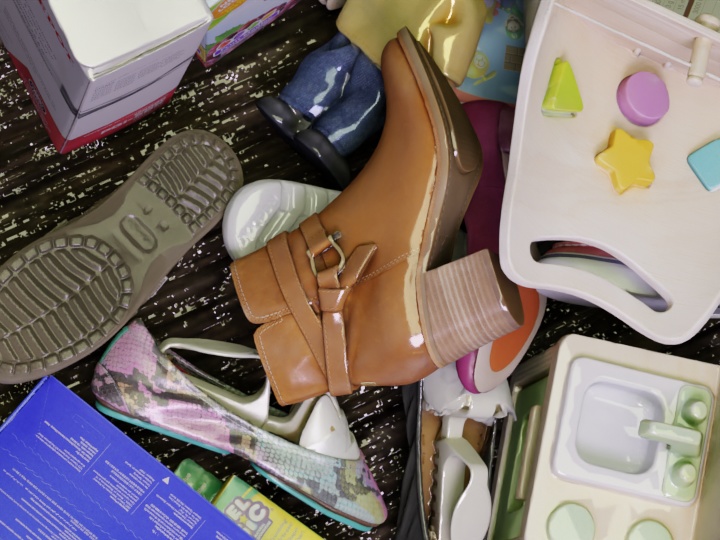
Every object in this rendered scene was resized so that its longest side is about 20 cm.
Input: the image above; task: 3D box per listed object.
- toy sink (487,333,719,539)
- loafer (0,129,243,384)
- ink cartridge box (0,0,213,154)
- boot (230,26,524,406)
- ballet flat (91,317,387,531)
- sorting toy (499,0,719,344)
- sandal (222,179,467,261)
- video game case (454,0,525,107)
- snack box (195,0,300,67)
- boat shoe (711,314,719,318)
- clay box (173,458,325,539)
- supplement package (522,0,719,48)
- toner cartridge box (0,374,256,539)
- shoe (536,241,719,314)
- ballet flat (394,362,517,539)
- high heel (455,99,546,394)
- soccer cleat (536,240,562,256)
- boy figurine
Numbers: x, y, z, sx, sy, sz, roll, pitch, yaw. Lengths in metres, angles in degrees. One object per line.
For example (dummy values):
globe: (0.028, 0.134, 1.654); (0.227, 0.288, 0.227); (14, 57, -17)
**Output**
toy sink: (0.146, 0.115, 1.589); (0.111, 0.200, 0.131); (13, 79, -9)
loafer: (-0.151, -0.002, 1.616); (0.200, 0.067, 0.076); (-38, 87, -15)
ink cartridge box: (-0.161, -0.166, 1.573); (0.083, 0.200, 0.147); (-26, 87, -14)
boot: (-0.002, -0.028, 1.574); (0.154, 0.077, 0.201); (-20, 78, 16)
ballet flat: (-0.060, 0.086, 1.606); (0.199, 0.069, 0.071); (26, 99, -14)
sorting toy: (0.156, -0.060, 1.542); (0.199, 0.107, 0.181); (23, 76, -15)
sandal: (0.003, -0.007, 1.652); (0.202, 0.050, 0.083); (26, 83, -27)
video game case: (0.075, -0.197, 1.720); (0.142, 0.017, 0.201); (10, 79, -10)
snack box: (-0.026, -0.212, 1.626); (0.200, 0.142, 0.053); (-37, 83, -8)
boat shoe: (0.269, 0.015, 1.704); (0.199, 0.074, 0.066); (5, 90, -4)
clay box: (-0.051, 0.210, 1.611); (0.200, 0.048, 0.115); (36, 76, -4)
supplement package: (0.207, -0.174, 1.652); (0.199, 0.118, 0.117); (12, 41, -8)
toner cartridge box: (-0.134, 0.157, 1.570); (0.200, 0.043, 0.095); (37, 78, 19)
shoe: (0.196, -0.023, 1.621); (0.199, 0.071, 0.092); (4, 82, -19)
ballet flat: (0.061, 0.098, 1.624); (0.068, 0.068, 0.202); (0, 93, -27)
high heel: (0.065, -0.014, 1.631); (0.096, 0.068, 0.201); (1, 53, 27)
soccer cleat: (0.151, -0.062, 1.697); (0.200, 0.068, 0.073); (-42, 67, -11)
boy figurine: (0.025, -0.149, 1.651); (0.200, 0.064, 0.124); (-48, 55, -6)
